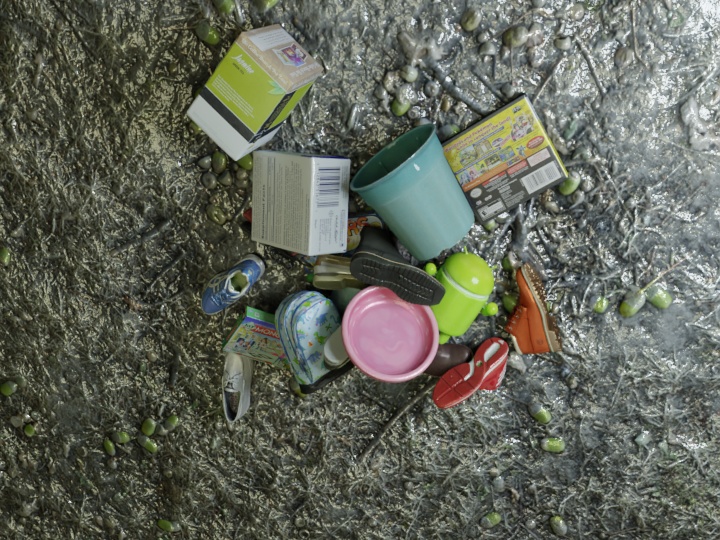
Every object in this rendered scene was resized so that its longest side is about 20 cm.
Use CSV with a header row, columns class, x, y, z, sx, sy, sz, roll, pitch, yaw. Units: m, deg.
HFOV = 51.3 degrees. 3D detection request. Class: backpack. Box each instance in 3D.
class,x,y,z,sx,sy,sz,roll,pitch,yaw
backpack,-0.096,0.138,1.589,0.161,0.153,0.203,-29,92,-18

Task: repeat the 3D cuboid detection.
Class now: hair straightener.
class,x,y,z,sx,sy,sz,roll,pitch,yaw
hair straightener,-0.183,-0.048,1.631,0.198,0.041,0.078,36,130,9

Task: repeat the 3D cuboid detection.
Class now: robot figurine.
class,x,y,z,sx,sy,sz,roll,pitch,yaw
robot figurine,0.197,0.051,1.538,0.173,0.116,0.202,31,116,3

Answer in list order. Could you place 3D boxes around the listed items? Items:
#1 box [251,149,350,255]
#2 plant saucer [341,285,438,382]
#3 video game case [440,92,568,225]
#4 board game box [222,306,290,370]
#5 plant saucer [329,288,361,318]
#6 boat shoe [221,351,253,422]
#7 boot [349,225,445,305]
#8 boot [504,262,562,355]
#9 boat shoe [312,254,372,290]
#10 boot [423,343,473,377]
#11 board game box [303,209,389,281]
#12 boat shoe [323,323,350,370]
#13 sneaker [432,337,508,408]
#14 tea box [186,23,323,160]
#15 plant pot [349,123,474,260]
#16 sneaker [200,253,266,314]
class,x,y,z,sx,sy,sz,roll,pitch,yaw
box,-0.122,-0.139,1.493,0.198,0.103,0.189,15,106,45
plant saucer,0.056,0.128,1.486,0.197,0.203,0.051,27,151,2
video game case,0.276,-0.213,1.461,0.197,0.026,0.183,-28,102,24
board game box,-0.193,0.157,1.672,0.196,0.030,0.135,20,132,-26
plant saucer,0.021,0.103,1.631,0.196,0.039,0.205,7,125,11
boat shoe,-0.301,0.268,1.790,0.070,0.069,0.204,14,115,9
boot,0.081,-0.019,1.506,0.196,0.140,0.078,25,125,-9
boot,0.338,0.085,1.541,0.105,0.075,0.204,-13,109,25
boat shoe,0.000,0.000,1.552,0.194,0.070,0.075,4,157,-4
boot,0.127,0.173,1.585,0.195,0.166,0.074,-6,66,23
board game box,-0.032,-0.053,1.605,0.195,0.035,0.139,-6,110,17
boat shoe,-0.009,0.122,1.542,0.070,0.200,0.064,40,153,14
sneaker,0.241,0.243,1.580,0.198,0.078,0.117,-35,137,-12
tea box,-0.197,-0.346,1.440,0.133,0.200,0.197,42,115,-5
plant pot,0.112,-0.141,1.453,0.198,0.201,0.198,-28,110,23
sneaker,-0.300,0.036,1.692,0.076,0.077,0.199,45,117,-8
